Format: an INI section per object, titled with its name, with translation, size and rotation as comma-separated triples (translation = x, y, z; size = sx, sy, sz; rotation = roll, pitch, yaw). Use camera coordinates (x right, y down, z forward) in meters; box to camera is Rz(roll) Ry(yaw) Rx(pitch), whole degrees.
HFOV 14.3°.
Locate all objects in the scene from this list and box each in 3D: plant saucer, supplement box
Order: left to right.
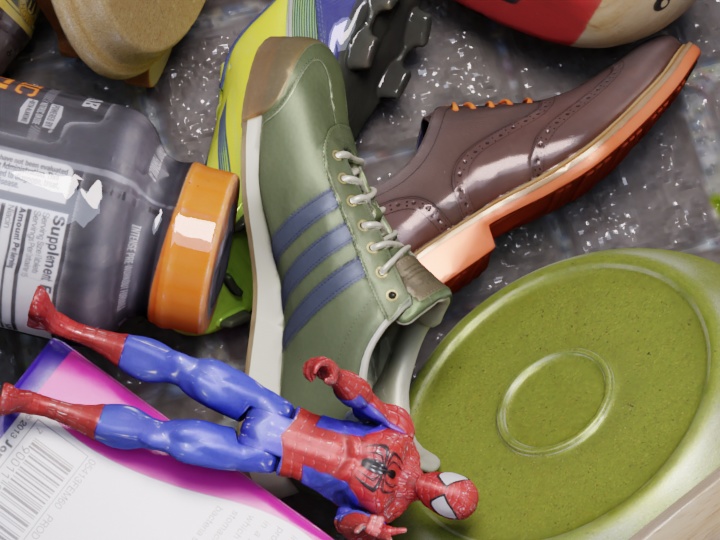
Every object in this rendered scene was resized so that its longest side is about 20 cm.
[supplement box]
translation = -0.079, 0.137, 1.224
size = 0.199, 0.103, 0.101
rotation = 35, 74, 11
[plant saucer]
translation = 0.089, 0.063, 1.228
size = 0.199, 0.031, 0.201
rotation = -21, 42, 20

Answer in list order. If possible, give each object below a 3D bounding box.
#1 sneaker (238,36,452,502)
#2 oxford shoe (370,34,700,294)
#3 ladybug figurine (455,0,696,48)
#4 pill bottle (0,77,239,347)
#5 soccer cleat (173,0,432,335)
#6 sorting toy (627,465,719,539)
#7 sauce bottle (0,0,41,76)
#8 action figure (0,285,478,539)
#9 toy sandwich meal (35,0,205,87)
[sneaker]
translation = 0.000, 0.000, 1.233
size = 0.089, 0.067, 0.202
rotation = 1, 90, 26
[oxford shoe]
translation = 0.068, -0.057, 1.301
size = 0.200, 0.071, 0.073
rotation = -36, 82, -17
[ladybug figurine]
translation = 0.064, -0.164, 1.304
size = 0.199, 0.136, 0.072
rotation = 29, 66, 0
[pill bottle]
translation = -0.153, -0.029, 1.232
size = 0.198, 0.106, 0.107
rotation = 13, 72, 1
[soccer cleat]
translation = -0.043, -0.060, 1.321
size = 0.083, 0.065, 0.201
rotation = 21, 75, 37
[sorting toy]
translation = 0.221, 0.148, 1.135
size = 0.200, 0.070, 0.199
rotation = -36, 92, -15
[sauce bottle]
translation = -0.175, -0.134, 1.333
size = 0.066, 0.066, 0.201
rotation = 15, 76, 4
[action figure]
translation = -0.043, 0.061, 1.150
size = 0.199, 0.099, 0.066
rotation = 18, 80, -4
[toy sandwich meal]
translation = -0.116, -0.177, 1.279
size = 0.070, 0.205, 0.207
rotation = 5, 71, 20
